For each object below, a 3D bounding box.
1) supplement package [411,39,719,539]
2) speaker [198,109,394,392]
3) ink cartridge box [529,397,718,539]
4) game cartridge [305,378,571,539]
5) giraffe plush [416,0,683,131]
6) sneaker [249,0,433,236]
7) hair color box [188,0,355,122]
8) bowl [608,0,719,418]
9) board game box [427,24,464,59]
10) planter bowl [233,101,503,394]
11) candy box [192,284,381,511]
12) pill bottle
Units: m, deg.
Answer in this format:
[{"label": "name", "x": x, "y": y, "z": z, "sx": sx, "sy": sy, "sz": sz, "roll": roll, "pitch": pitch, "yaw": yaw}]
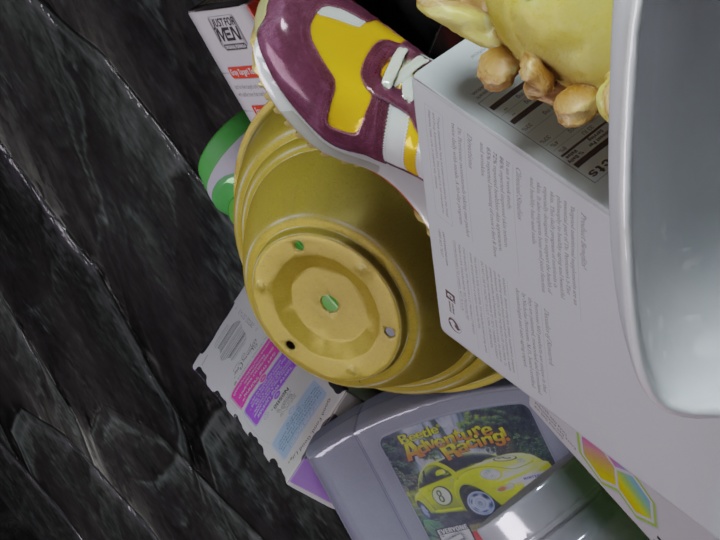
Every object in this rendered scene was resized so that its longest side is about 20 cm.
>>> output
[{"label": "supplement package", "x": 0.146, "y": -0.015, "z": 1.025, "sx": 0.200, "sy": 0.151, "sz": 0.152, "roll": 37, "pitch": 151, "yaw": 35}, {"label": "speaker", "x": -0.014, "y": -0.014, "z": 1.587, "sx": 0.200, "sy": 0.088, "sz": 0.089, "roll": 49, "pitch": 162, "yaw": 18}, {"label": "ink cartridge box", "x": 0.157, "y": 0.099, "z": 1.287, "sx": 0.148, "sy": 0.076, "sz": 0.200, "roll": 48, "pitch": 158, "yaw": 28}, {"label": "game cartridge", "x": 0.075, "y": 0.117, "z": 1.469, "sx": 0.133, "sy": 0.200, "sz": 0.041, "roll": 64, "pitch": -155, "yaw": -22}, {"label": "giraffe plush", "x": 0.104, "y": -0.134, "z": 0.925, "sx": 0.200, "sy": 0.162, "sz": 0.172, "roll": 59, "pitch": 162, "yaw": -14}, {"label": "sneaker", "x": 0.041, "y": -0.071, "z": 1.156, "sx": 0.200, "sy": 0.075, "sz": 0.090, "roll": 39, "pitch": 142, "yaw": -24}, {"label": "hair color box", "x": -0.010, "y": -0.077, "z": 1.431, "sx": 0.200, "sy": 0.061, "sz": 0.101, "roll": 59, "pitch": 162, "yaw": -15}, {"label": "bowl", "x": 0.171, "y": -0.058, "z": 0.839, "sx": 0.075, "sy": 0.199, "sz": 0.201, "roll": -115, "pitch": 18, "yaw": -57}, {"label": "board game box", "x": 0.070, "y": -0.073, "z": 1.362, "sx": 0.105, "sy": 0.023, "sz": 0.200, "roll": 51, "pitch": 162, "yaw": 9}, {"label": "planter bowl", "x": 0.000, "y": 0.000, "z": 1.352, "sx": 0.200, "sy": 0.083, "sz": 0.201, "roll": 15, "pitch": 126, "yaw": 22}, {"label": "candy box", "x": 0.002, "y": 0.105, "z": 1.628, "sx": 0.168, "sy": 0.072, "sz": 0.200, "roll": 31, "pitch": -175, "yaw": -27}, {"label": "pill bottle", "x": 0.156, "y": 0.198, "z": 1.392, "sx": 0.200, "sy": 0.112, "sz": 0.112, "roll": 52, "pitch": 162, "yaw": 3}]
